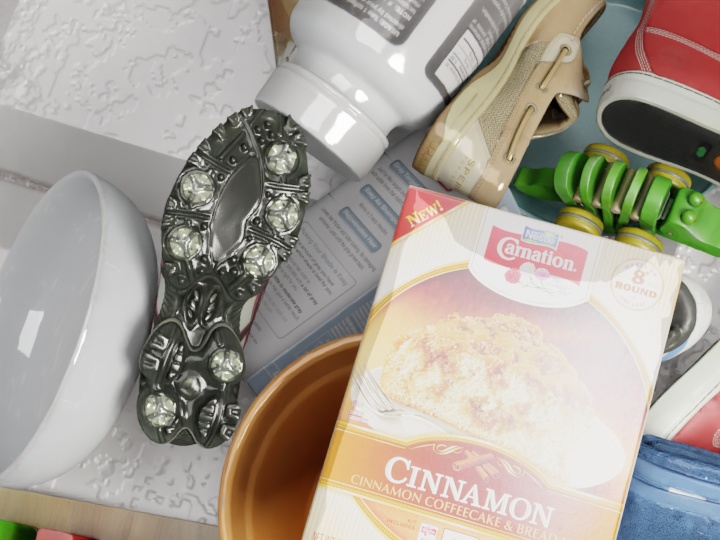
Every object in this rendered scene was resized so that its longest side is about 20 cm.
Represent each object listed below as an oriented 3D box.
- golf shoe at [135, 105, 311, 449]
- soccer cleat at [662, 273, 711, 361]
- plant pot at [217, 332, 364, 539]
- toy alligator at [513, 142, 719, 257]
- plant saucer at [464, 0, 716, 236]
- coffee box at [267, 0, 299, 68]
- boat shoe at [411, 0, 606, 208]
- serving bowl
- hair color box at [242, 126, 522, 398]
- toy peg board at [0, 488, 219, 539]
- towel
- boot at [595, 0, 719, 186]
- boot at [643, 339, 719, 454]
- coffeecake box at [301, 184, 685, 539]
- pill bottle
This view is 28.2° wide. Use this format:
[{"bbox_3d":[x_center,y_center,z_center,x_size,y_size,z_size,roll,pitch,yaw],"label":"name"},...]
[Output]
[{"bbox_3d":[-0.087,0.001,0.833,0.077,0.088,0.201,18,91,-12],"label":"golf shoe"},{"bbox_3d":[0.128,0.043,0.916,0.199,0.086,0.070,-9,82,26],"label":"soccer cleat"},{"bbox_3d":[0.023,0.146,0.857,0.199,0.140,0.201,-1,77,4],"label":"plant pot"},{"bbox_3d":[0.186,-0.037,0.879,0.199,0.054,0.060,20,73,21],"label":"toy alligator"},{"bbox_3d":[0.159,-0.116,0.964,0.199,0.036,0.201,-1,77,5],"label":"plant saucer"},{"bbox_3d":[-0.012,-0.222,0.979,0.114,0.080,0.201,-8,77,1],"label":"coffee box"},{"bbox_3d":[0.108,-0.110,0.892,0.064,0.071,0.200,35,58,8],"label":"boat shoe"},{"bbox_3d":[-0.178,0.042,0.893,0.066,0.200,0.201,20,76,-29],"label":"serving bowl"},{"bbox_3d":[0.000,0.000,0.914,0.200,0.061,0.099,-36,44,-4],"label":"hair color box"},{"bbox_3d":[-0.172,0.242,0.870,0.198,0.098,0.201,9,78,7],"label":"toy peg board"},{"bbox_3d":[0.182,0.200,0.833,0.111,0.049,0.201,13,107,9],"label":"towel"},{"bbox_3d":[0.255,-0.110,0.871,0.199,0.072,0.145,27,62,0],"label":"boot"},{"bbox_3d":[0.251,0.112,0.877,0.200,0.072,0.144,-41,78,-9],"label":"boot"},{"bbox_3d":[0.071,0.075,0.761,0.153,0.073,0.201,15,77,9],"label":"coffeecake box"},{"bbox_3d":[0.027,-0.156,0.864,0.110,0.111,0.200,36,85,12],"label":"pill bottle"}]
